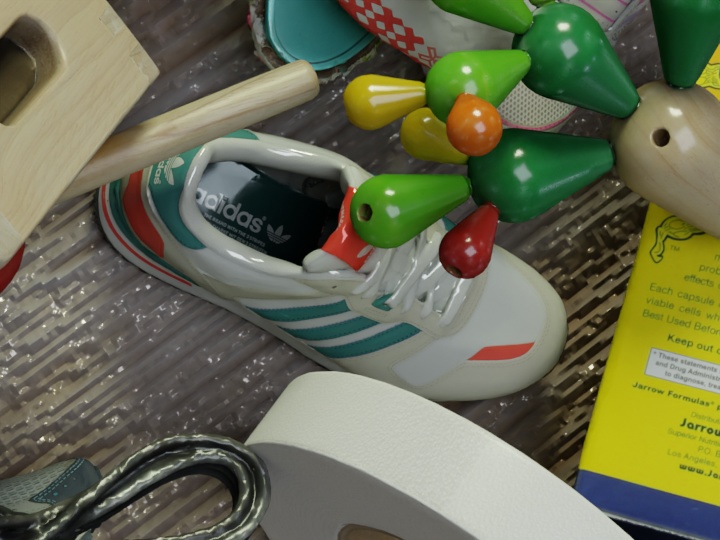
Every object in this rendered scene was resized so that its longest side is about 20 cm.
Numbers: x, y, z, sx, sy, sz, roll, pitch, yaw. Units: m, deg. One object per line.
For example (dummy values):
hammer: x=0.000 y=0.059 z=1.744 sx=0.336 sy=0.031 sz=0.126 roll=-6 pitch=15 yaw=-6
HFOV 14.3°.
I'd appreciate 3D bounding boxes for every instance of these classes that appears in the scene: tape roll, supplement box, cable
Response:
tape roll: x=0.044 y=0.114 z=1.047 sx=0.203 sy=0.203 sz=0.037 roll=43 pitch=70 yaw=-15
supplement box: x=0.161 y=0.015 z=1.124 sx=0.109 sy=0.109 sz=0.201 roll=14 pitch=82 yaw=11
cable: x=-0.126 y=0.092 z=0.982 sx=0.199 sy=0.050 sz=0.097 roll=0 pitch=61 yaw=-11

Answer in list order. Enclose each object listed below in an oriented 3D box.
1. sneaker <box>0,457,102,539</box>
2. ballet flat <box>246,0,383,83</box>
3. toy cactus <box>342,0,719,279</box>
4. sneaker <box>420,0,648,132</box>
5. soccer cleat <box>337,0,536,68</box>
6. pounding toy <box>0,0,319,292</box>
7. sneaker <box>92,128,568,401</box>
sneaker: x=-0.187 y=0.094 z=1.027 sx=0.199 sy=0.078 sz=0.087 roll=-18 pitch=92 yaw=-21
ballet flat: x=0.006 y=-0.163 z=1.113 sx=0.075 sy=0.064 sz=0.201 roll=24 pitch=82 yaw=-17
toy cactus: x=0.092 y=-0.066 z=1.019 sx=0.165 sy=0.102 sz=0.200 roll=37 pitch=92 yaw=-28
sneaker: x=0.089 y=-0.139 z=1.131 sx=0.081 sy=0.088 sz=0.201 roll=26 pitch=80 yaw=-18
soccer cleat: x=0.004 y=-0.148 z=1.034 sx=0.069 sy=0.085 sz=0.200 roll=-40 pitch=103 yaw=-14
pounding toy: x=-0.146 y=-0.037 z=0.966 sx=0.184 sy=0.200 sz=0.142 roll=-32 pitch=104 yaw=27
sneaker: x=0.000 y=-0.001 z=1.090 sx=0.199 sy=0.093 sz=0.071 roll=24 pitch=80 yaw=-18
